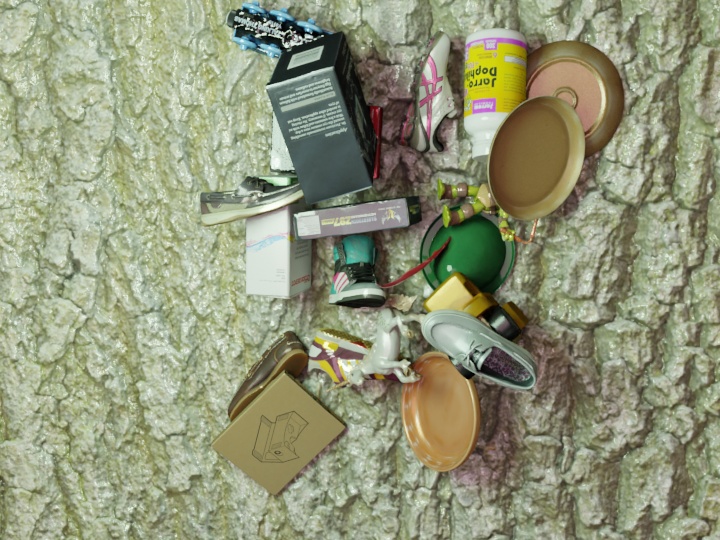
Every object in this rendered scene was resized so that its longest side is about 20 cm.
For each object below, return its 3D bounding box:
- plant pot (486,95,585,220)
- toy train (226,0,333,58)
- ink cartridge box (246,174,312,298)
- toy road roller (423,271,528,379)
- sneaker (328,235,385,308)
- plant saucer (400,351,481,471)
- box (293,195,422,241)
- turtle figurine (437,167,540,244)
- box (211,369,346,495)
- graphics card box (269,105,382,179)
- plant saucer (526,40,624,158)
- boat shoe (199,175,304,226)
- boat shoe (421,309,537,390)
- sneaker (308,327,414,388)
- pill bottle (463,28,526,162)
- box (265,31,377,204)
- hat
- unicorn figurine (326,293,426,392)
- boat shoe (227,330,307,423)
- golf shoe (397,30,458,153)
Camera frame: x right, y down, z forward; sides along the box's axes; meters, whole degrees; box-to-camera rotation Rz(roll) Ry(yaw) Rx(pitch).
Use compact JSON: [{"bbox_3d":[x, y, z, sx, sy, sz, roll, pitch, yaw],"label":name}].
[{"bbox_3d":[0.279,-0.183,1.545,0.196,0.027,0.205,-12,114,-27],"label":"plant pot"},{"bbox_3d":[-0.134,-0.402,1.648,0.196,0.114,0.088,20,97,10],"label":"toy train"},{"bbox_3d":[-0.140,-0.063,1.670,0.082,0.145,0.205,3,97,13],"label":"ink cartridge box"},{"bbox_3d":[0.188,0.081,1.592,0.123,0.200,0.147,-42,78,12],"label":"toy road roller"},{"bbox_3d":[0.000,0.000,1.637,0.082,0.199,0.124,8,84,-19],"label":"sneaker"},{"bbox_3d":[0.143,0.242,1.648,0.198,0.037,0.205,-3,86,54],"label":"plant saucer"},{"bbox_3d":[-0.001,-0.090,1.630,0.195,0.158,0.052,-6,96,12],"label":"box"},{"bbox_3d":[0.212,-0.134,1.623,0.157,0.064,0.205,-8,81,-5],"label":"turtle figurine"},{"bbox_3d":[-0.148,0.299,1.744,0.163,0.021,0.200,42,103,-19],"label":"box"},{"bbox_3d":[-0.060,-0.230,1.683,0.195,0.051,0.129,4,97,10],"label":"graphics card box"},{"bbox_3d":[0.341,-0.283,1.597,0.195,0.035,0.205,1,96,13],"label":"plant saucer"},{"bbox_3d":[-0.179,-0.122,1.563,0.196,0.072,0.066,-13,97,21],"label":"boat shoe"},{"bbox_3d":[0.186,0.123,1.465,0.198,0.072,0.071,26,104,-5],"label":"boat shoe"},{"bbox_3d":[0.000,0.174,1.704,0.197,0.075,0.092,21,100,20],"label":"sneaker"},{"bbox_3d":[0.221,-0.285,1.573,0.102,0.104,0.205,0,86,12],"label":"pill bottle"},{"bbox_3d":[-0.055,-0.246,1.525,0.115,0.198,0.203,-13,117,11],"label":"box"},{"bbox_3d":[0.161,-0.011,1.592,0.165,0.176,0.201,40,102,5],"label":"hat"},{"bbox_3d":[0.044,0.136,1.609,0.136,0.073,0.204,14,82,45],"label":"unicorn figurine"},{"bbox_3d":[-0.174,0.198,1.751,0.200,0.070,0.071,-45,48,11],"label":"boat shoe"},{"bbox_3d":[0.128,-0.302,1.627,0.090,0.073,0.204,16,109,4],"label":"golf shoe"}]
